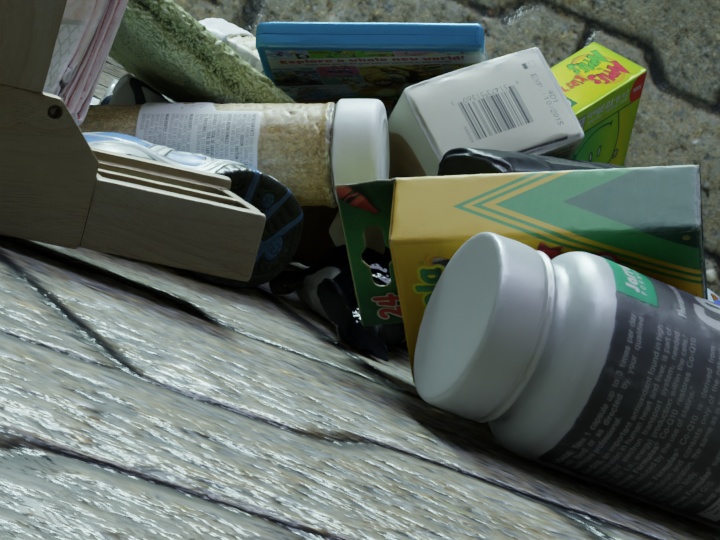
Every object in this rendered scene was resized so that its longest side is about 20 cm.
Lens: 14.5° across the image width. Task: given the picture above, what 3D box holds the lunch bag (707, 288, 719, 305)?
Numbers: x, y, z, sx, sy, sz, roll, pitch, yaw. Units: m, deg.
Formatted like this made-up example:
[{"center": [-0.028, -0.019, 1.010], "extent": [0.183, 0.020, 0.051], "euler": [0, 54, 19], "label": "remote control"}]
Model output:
[{"center": [0.136, 0.033, 1.719], "extent": [0.170, 0.124, 0.200], "euler": [25, -3, 13], "label": "lunch bag"}]

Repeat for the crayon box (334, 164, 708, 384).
[{"center": [0.090, 0.005, 1.553], "extent": [0.200, 0.051, 0.127], "euler": [-3, -41, 8], "label": "crayon box"}]

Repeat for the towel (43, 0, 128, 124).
[{"center": [-0.207, -0.174, 1.710], "extent": [0.200, 0.191, 0.032], "euler": [1, -25, 46], "label": "towel"}]

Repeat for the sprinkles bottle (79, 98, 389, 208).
[{"center": [-0.084, -0.071, 1.734], "extent": [0.200, 0.068, 0.068], "euler": [0, 2, 7], "label": "sprinkles bottle"}]

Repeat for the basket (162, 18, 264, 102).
[{"center": [-0.084, -0.100, 2.071], "extent": [0.123, 0.136, 0.200], "euler": [25, 6, -1], "label": "basket"}]

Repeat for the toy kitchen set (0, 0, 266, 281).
[{"center": [-0.142, -0.123, 1.528], "extent": [0.180, 0.200, 0.163], "euler": [12, 9, -23], "label": "toy kitchen set"}]

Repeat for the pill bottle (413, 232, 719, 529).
[{"center": [0.137, 0.058, 1.485], "extent": [0.200, 0.113, 0.113], "euler": [21, 5, -20], "label": "pill bottle"}]

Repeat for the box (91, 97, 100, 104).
[{"center": [-0.268, -0.126, 1.998], "extent": [0.200, 0.049, 0.082], "euler": [21, 5, -20], "label": "box"}]

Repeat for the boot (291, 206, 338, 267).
[{"center": [-0.001, -0.020, 1.987], "extent": [0.075, 0.074, 0.200], "euler": [35, 8, 40], "label": "boot"}]

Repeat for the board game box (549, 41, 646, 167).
[{"center": [0.132, -0.047, 1.944], "extent": [0.048, 0.200, 0.102], "euler": [30, 40, 25], "label": "board game box"}]

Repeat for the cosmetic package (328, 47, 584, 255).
[{"center": [0.059, -0.055, 1.824], "extent": [0.071, 0.105, 0.200], "euler": [63, -23, 17], "label": "cosmetic package"}]

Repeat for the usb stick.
[{"center": [0.115, -0.053, 1.711], "extent": [0.055, 0.033, 0.200], "euler": [17, 8, 31], "label": "usb stick"}]

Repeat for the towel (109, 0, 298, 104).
[{"center": [-0.127, -0.141, 1.788], "extent": [0.200, 0.037, 0.148], "euler": [39, -10, -39], "label": "towel"}]

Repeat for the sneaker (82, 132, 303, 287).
[{"center": [-0.115, -0.045, 1.664], "extent": [0.200, 0.076, 0.077], "euler": [20, 10, -43], "label": "sneaker"}]

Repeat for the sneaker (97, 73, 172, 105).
[{"center": [-0.129, -0.065, 1.879], "extent": [0.130, 0.080, 0.199], "euler": [38, -14, -8], "label": "sneaker"}]

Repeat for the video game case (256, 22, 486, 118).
[{"center": [0.015, -0.117, 1.862], "extent": [0.143, 0.018, 0.200], "euler": [1, -18, 6], "label": "video game case"}]

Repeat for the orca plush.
[{"center": [0.000, 0.000, 1.731], "extent": [0.105, 0.071, 0.200], "euler": [24, 5, 8], "label": "orca plush"}]
